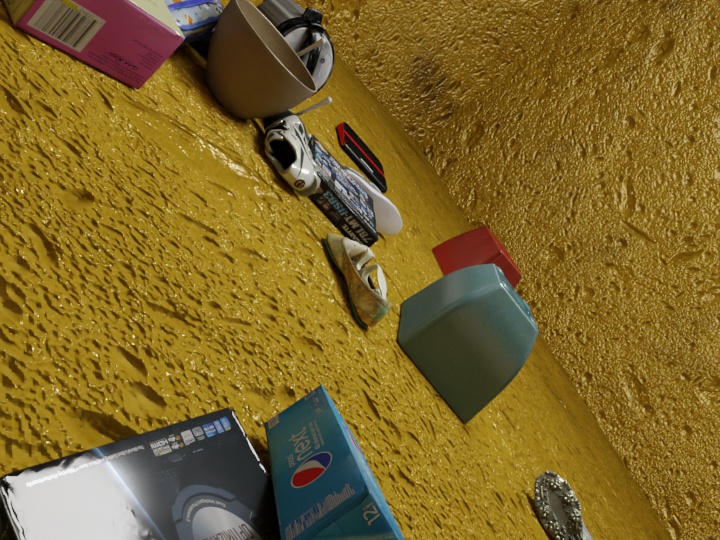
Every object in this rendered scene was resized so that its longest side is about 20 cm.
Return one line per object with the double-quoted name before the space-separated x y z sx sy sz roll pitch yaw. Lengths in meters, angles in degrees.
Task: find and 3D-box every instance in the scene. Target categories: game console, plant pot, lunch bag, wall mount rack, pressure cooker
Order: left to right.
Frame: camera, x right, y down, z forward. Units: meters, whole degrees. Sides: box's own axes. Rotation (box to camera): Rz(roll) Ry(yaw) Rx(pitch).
"lunch bag" -0.304 -0.441 0.975 0.161 0.075 0.201 52 29 -14
"plant pot" -0.188 -0.343 1.046 0.201 0.134 0.201 47 18 -20
"pressure cooker" -0.152 -0.467 1.309 0.201 0.176 0.178 51 -13 39
"wall mount rack" -0.114 -0.341 1.164 0.174 0.073 0.206 141 -57 -69
"game console" 0.004 -0.329 1.761 0.200 0.031 0.179 44 23 -29
"plant pot" 0.205 0.105 1.097 0.197 0.199 0.197 50 17 -9
"plant pot" 0.357 -0.007 1.803 0.199 0.175 0.202 41 19 -35

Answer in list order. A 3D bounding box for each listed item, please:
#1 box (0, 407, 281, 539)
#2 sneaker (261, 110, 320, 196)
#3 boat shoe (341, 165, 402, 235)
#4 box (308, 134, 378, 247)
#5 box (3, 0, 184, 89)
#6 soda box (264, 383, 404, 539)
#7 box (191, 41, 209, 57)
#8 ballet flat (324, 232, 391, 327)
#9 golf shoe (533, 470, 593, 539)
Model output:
"box" -0.106 0.176 0.352 0.162 0.043 0.199 57 16 15
"sneaker" -0.135 -0.229 1.065 0.088 0.074 0.202 31 27 -56
"boat shoe" 0.019 -0.160 1.375 0.199 0.072 0.068 38 22 -23
"box" -0.046 -0.158 1.215 0.200 0.049 0.200 46 17 -24
"box" -0.333 -0.348 0.718 0.203 0.096 0.175 59 17 19
"soda box" -0.024 0.159 0.453 0.069 0.063 0.200 59 -6 -13
"box" -0.297 -0.446 1.137 0.199 0.032 0.122 37 23 -39
"ballet flat" 0.000 0.000 0.982 0.070 0.070 0.202 35 24 -45
"golf shoe" 0.368 0.461 1.080 0.097 0.077 0.203 58 8 -66
